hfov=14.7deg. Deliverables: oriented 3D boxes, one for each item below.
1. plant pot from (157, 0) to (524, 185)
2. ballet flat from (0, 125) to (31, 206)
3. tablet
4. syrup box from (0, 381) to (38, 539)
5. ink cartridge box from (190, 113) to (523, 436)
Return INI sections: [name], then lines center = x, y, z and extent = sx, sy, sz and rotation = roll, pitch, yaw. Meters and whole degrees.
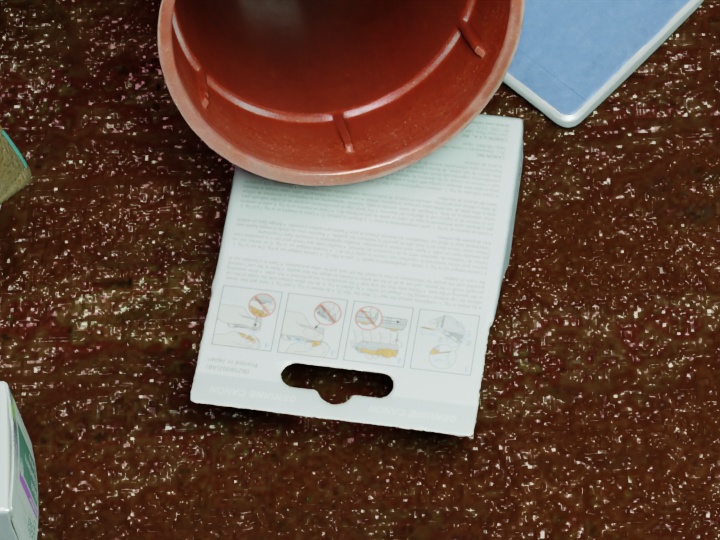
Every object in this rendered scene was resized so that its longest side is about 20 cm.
[plant pot]
center = -0.028, -0.183, 1.559
extent = 0.200, 0.202, 0.196
rotation = -15, 35, -4
[ballet flat]
center = -0.255, -0.006, 1.560
extent = 0.200, 0.072, 0.068
rotation = -45, 32, 18
[tablet]
center = 0.093, -0.181, 1.671
extent = 0.200, 0.014, 0.130
rotation = 39, 71, 21
[syrup box]
center = -0.277, 0.120, 1.501
extent = 0.199, 0.079, 0.082
rotation = -7, 61, 1
[ink cartridge box]
center = 0.000, 0.000, 1.564
extent = 0.162, 0.057, 0.201
rotation = 6, 67, 7
